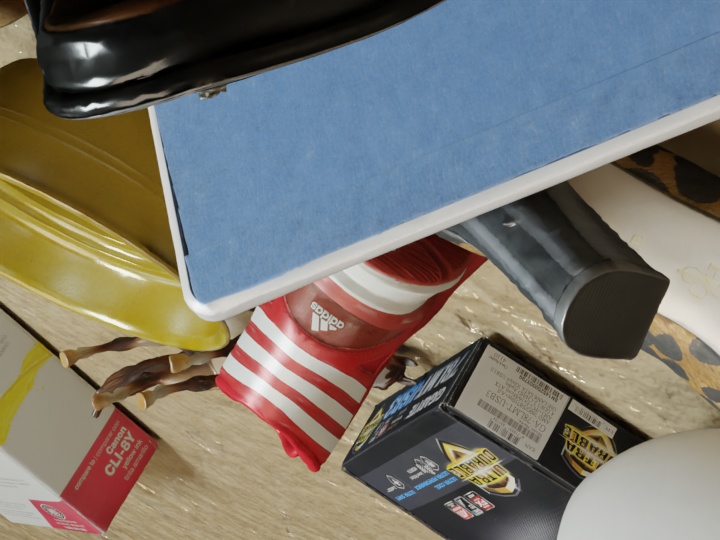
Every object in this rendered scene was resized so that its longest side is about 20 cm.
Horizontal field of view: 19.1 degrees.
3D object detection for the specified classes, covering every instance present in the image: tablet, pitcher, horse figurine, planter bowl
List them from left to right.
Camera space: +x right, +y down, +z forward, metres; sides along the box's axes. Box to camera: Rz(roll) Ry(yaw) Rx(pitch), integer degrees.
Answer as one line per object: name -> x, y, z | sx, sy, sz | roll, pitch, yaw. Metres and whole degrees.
planter bowl -> -0.135, -0.045, 1.024 | 0.200, 0.084, 0.200 | 23, 164, 7
horse figurine -> -0.078, 0.050, 1.161 | 0.200, 0.132, 0.050 | -6, 94, 58
tablet -> 0.023, -0.076, 0.599 | 0.199, 0.131, 0.014 | -22, 159, 24
pitcher -> 0.204, 0.140, 0.953 | 0.199, 0.122, 0.171 | -2, 157, 38

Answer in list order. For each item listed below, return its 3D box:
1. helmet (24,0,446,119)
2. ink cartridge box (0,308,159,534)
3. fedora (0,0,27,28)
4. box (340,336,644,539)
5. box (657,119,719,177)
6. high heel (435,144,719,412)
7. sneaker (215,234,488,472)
helmet -> -0.026, -0.147, 0.523 | 0.201, 0.190, 0.200 | 63, -179, -3
ink cartridge box -> -0.264, 0.094, 1.516 | 0.200, 0.084, 0.145 | 44, 155, -28
fedora -> -0.235, -0.112, 0.936 | 0.200, 0.082, 0.201 | 1, 160, 0
box -> 0.104, 0.125, 1.132 | 0.198, 0.050, 0.200 | 35, 159, -5
box -> 0.094, -0.076, 0.663 | 0.200, 0.078, 0.095 | 9, 151, 44
high heel -> 0.101, -0.007, 0.658 | 0.199, 0.072, 0.143 | 17, -159, -35
sneaker -> 0.000, 0.000, 0.787 | 0.078, 0.116, 0.200 | 41, -156, 8
